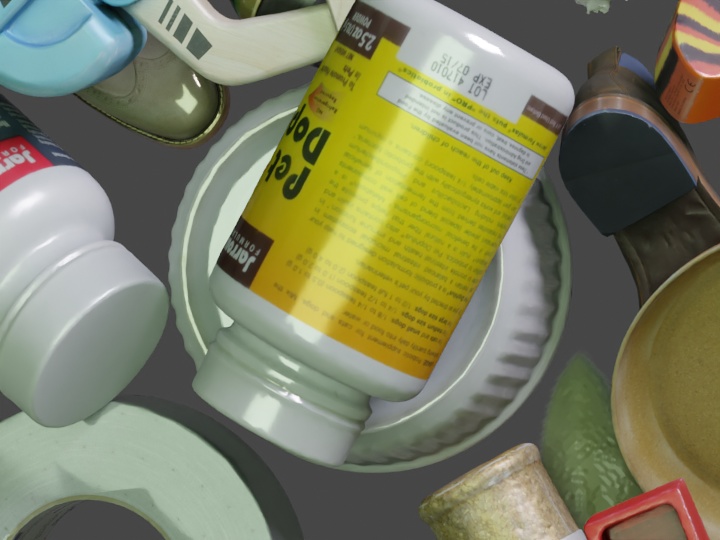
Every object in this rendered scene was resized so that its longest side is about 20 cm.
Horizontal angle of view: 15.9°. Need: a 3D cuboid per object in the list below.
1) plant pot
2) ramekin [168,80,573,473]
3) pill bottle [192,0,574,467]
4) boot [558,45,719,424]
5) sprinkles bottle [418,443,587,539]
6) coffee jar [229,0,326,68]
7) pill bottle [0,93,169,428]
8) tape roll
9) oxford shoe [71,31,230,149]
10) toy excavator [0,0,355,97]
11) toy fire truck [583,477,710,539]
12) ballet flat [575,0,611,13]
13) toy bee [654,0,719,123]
[{"bbox_3d":[0.216,0.056,1.201,0.198,0.028,0.201,4,124,6],"label":"plant pot"},{"bbox_3d":[0.000,0.000,1.249,0.198,0.105,0.202,0,89,11],"label":"ramekin"},{"bbox_3d":[0.005,-0.019,1.140,0.109,0.109,0.201,29,94,10],"label":"pill bottle"},{"bbox_3d":[0.159,-0.016,1.238,0.074,0.097,0.201,-22,116,18],"label":"boot"},{"bbox_3d":[0.104,0.184,1.243,0.068,0.068,0.201,-30,83,9],"label":"sprinkles bottle"},{"bbox_3d":[-0.065,-0.194,1.276,0.200,0.085,0.104,40,90,10],"label":"coffee jar"},{"bbox_3d":[-0.191,-0.021,1.260,0.200,0.119,0.120,40,96,23],"label":"pill bottle"},{"bbox_3d":[-0.127,0.164,1.290,0.199,0.066,0.202,0,88,12],"label":"tape roll"},{"bbox_3d":[-0.150,-0.135,1.297,0.200,0.074,0.071,41,96,9],"label":"oxford shoe"},{"bbox_3d":[-0.109,-0.128,1.210,0.194,0.100,0.200,-43,93,13],"label":"toy excavator"},{"bbox_3d":[0.171,0.194,1.190,0.048,0.141,0.201,-24,85,12],"label":"toy fire truck"},{"bbox_3d":[0.173,-0.182,1.233,0.199,0.072,0.072,-25,84,-15],"label":"ballet flat"},{"bbox_3d":[0.221,-0.125,1.220,0.131,0.199,0.109,-49,47,40],"label":"toy bee"}]
